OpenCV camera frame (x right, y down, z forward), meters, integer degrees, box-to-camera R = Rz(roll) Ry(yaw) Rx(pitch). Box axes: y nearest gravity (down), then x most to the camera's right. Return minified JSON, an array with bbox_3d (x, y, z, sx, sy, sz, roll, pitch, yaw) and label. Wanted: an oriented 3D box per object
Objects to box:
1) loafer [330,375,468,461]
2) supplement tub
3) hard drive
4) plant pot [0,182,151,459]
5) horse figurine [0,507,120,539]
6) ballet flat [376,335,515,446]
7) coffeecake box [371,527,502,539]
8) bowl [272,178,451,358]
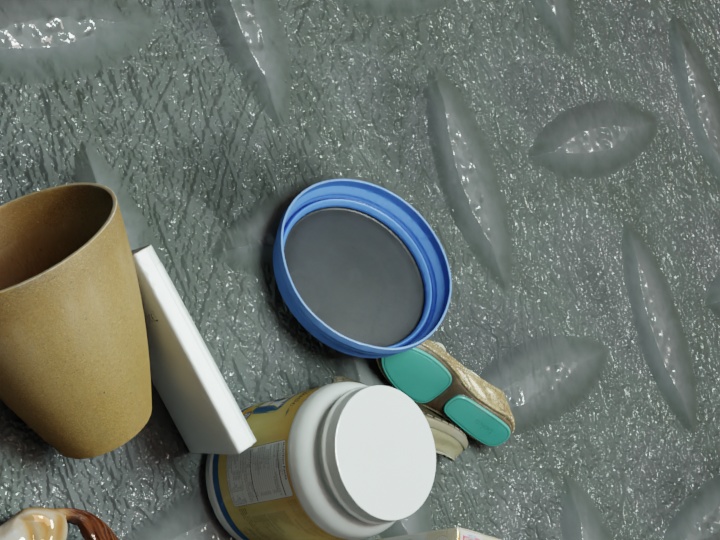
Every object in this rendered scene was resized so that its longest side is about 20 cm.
[{"bbox_3d":[0.032,0.166,1.707,0.199,0.075,0.069,26,92,-40],"label":"loafer"},{"bbox_3d":[-0.038,0.185,1.550,0.144,0.199,0.146,13,69,-38],"label":"supplement tub"},{"bbox_3d":[-0.174,0.076,1.510,0.026,0.132,0.201,-31,99,-25],"label":"hard drive"},{"bbox_3d":[-0.259,0.056,1.426,0.186,0.185,0.201,-46,125,-39],"label":"plant pot"},{"bbox_3d":[-0.291,0.254,1.404,0.199,0.050,0.133,-21,74,-34],"label":"horse figurine"},{"bbox_3d":[0.090,0.119,1.785,0.200,0.070,0.066,41,28,-28],"label":"ballet flat"},{"bbox_3d":[0.062,0.366,1.617,0.073,0.153,0.202,21,64,-35],"label":"coffeecake box"},{"bbox_3d":[0.000,0.000,1.709,0.199,0.039,0.202,14,56,-22],"label":"bowl"}]
